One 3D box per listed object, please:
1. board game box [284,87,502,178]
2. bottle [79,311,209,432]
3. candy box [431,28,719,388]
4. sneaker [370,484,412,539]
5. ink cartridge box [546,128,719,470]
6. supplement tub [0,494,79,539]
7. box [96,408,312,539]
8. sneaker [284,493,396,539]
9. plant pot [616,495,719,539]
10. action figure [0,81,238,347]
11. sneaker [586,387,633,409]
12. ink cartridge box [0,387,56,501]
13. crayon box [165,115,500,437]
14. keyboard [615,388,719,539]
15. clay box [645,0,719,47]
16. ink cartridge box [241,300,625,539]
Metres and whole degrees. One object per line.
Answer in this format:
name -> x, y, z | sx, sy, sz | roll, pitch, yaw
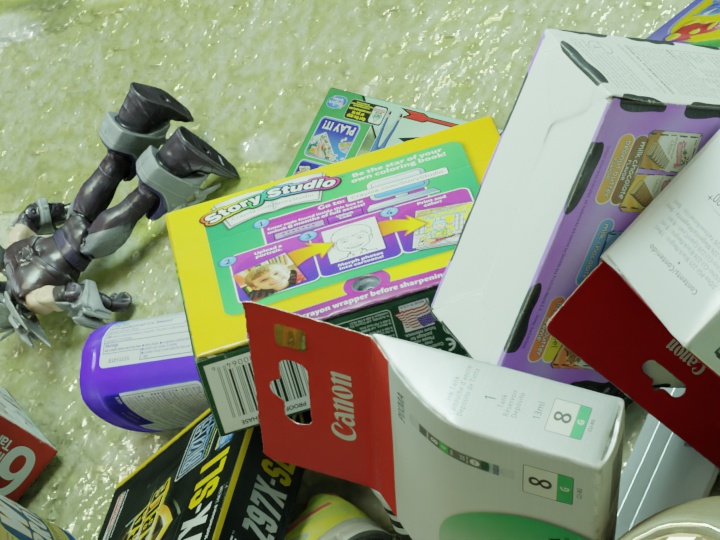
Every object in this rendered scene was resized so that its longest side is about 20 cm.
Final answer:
board game box -> 0.026, -0.031, 1.774 | 0.200, 0.029, 0.135 | 17, 76, 45
bottle -> -0.076, 0.056, 1.767 | 0.200, 0.083, 0.065 | -10, 67, 38
candy box -> 0.159, -0.027, 1.478 | 0.072, 0.200, 0.168 | 51, 128, 45
sneaker -> 0.023, 0.082, 1.654 | 0.076, 0.116, 0.201 | -12, 34, 6
ink cartridge box -> 0.217, 0.027, 1.444 | 0.176, 0.200, 0.084 | -47, 44, 7
supplement tub -> -0.266, 0.191, 1.762 | 0.144, 0.200, 0.145 | -21, 52, 30
box -> -0.104, 0.167, 1.676 | 0.160, 0.049, 0.200 | -37, 23, 36
sneaker -> -0.058, 0.209, 1.673 | 0.200, 0.078, 0.090 | -44, 33, 6
plant pot -> 0.176, 0.188, 1.407 | 0.200, 0.134, 0.201 | -15, 56, 22
action figure -> -0.178, -0.025, 1.924 | 0.200, 0.069, 0.130 | -45, 51, 15
sneaker -> 0.147, -0.003, 1.628 | 0.079, 0.074, 0.200 | 3, 60, 52
ink cartridge box -> -0.326, 0.122, 1.847 | 0.176, 0.200, 0.084 | -51, 44, 3
crayon box -> 0.000, 0.000, 1.624 | 0.200, 0.058, 0.173 | -16, 29, -1
keyboard -> 0.178, 0.086, 1.570 | 0.056, 0.011, 0.200 | 11, 66, 38
clay box -> 0.261, -0.132, 1.577 | 0.200, 0.048, 0.115 | -6, 22, 39
ink cartridge box -> 0.032, 0.098, 1.477 | 0.200, 0.161, 0.050 | 13, 57, 12
